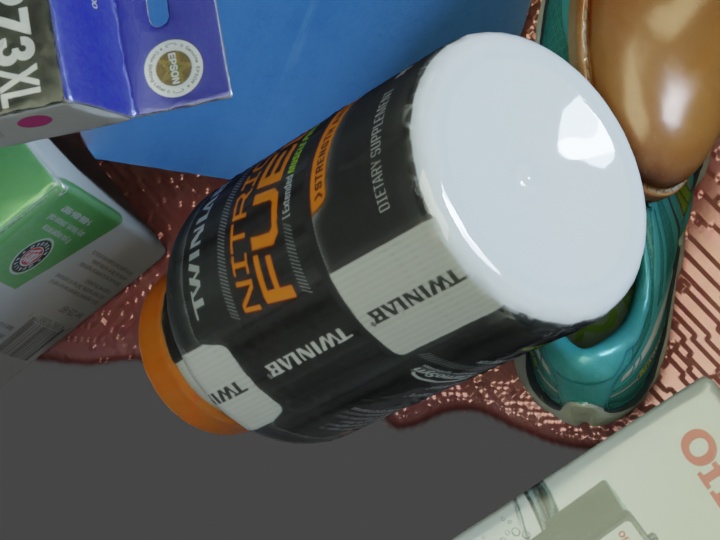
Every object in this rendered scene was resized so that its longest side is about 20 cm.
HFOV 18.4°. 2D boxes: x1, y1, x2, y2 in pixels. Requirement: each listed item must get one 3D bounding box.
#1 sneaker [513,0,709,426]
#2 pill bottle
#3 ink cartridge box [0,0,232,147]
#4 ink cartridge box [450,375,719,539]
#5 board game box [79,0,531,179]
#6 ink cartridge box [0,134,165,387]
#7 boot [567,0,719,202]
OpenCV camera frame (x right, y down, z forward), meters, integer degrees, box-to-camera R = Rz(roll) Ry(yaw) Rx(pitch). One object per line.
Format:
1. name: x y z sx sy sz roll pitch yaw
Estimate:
1. sneaker: 0.098 -0.042 0.842 0.077 0.080 0.201 3 75 8
2. pill bottle: 0.000 0.000 0.803 0.200 0.106 0.107 -29 75 47
3. ink cartridge box: -0.146 -0.081 0.699 0.199 0.037 0.095 -11 77 2
4. ink cartridge box: 0.087 0.151 0.819 0.200 0.083 0.147 -34 79 2
5. board game box: -0.026 -0.111 0.840 0.039 0.200 0.158 45 120 47
6. ink cartridge box: -0.191 0.014 0.849 0.200 0.145 0.088 -41 77 2
7. boot: 0.161 -0.120 0.768 0.077 0.155 0.200 36 68 -31
